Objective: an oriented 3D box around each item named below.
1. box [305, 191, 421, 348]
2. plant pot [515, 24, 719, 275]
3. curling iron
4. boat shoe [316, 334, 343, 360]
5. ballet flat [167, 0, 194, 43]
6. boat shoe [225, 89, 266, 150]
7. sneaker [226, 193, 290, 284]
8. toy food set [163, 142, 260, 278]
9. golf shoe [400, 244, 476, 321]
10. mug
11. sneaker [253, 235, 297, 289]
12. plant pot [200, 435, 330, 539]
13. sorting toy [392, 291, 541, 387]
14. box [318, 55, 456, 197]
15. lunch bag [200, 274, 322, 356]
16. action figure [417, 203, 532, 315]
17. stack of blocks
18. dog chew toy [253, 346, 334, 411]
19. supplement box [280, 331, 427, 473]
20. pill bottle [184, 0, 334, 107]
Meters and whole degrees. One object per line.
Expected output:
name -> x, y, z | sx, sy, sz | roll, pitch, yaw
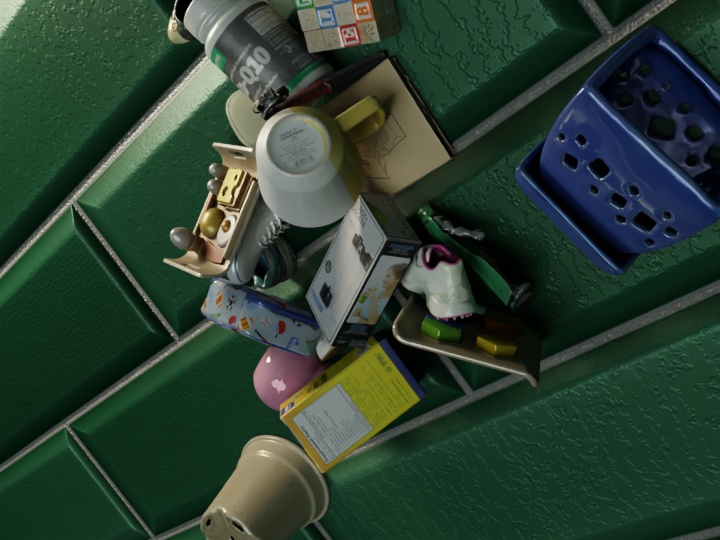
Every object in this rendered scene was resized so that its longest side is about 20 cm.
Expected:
box -> 0.000, 0.000, 1.331 | 0.200, 0.060, 0.117 | -61, 38, 30
plant pot -> 0.309, -0.125, 1.056 | 0.200, 0.200, 0.180 | 45, 138, 3
curling iron -> -0.050, -0.245, 1.224 | 0.026, 0.200, 0.050 | 60, 160, 12
boat shoe -> -0.024, 0.065, 1.457 | 0.069, 0.071, 0.200 | 54, 130, 13
ballet flat -> -0.234, -0.404, 1.328 | 0.067, 0.057, 0.200 | 55, 131, 15
boat shoe -> -0.129, -0.187, 1.378 | 0.200, 0.072, 0.068 | 47, 173, 18
sneaker -> -0.145, -0.073, 1.399 | 0.071, 0.073, 0.201 | 14, 84, 25
toy food set -> -0.222, -0.092, 1.379 | 0.143, 0.060, 0.201 | 16, 84, 55
golf shoe -> 0.103, -0.005, 1.288 | 0.200, 0.075, 0.092 | -136, 35, -62
mug -> -0.067, -0.162, 1.233 | 0.149, 0.153, 0.187 | 22, 83, 7
sneaker -> -0.175, -0.062, 1.472 | 0.078, 0.086, 0.200 | -24, 101, 39
plant pot -> -0.187, 0.436, 1.700 | 0.200, 0.183, 0.201 | 15, 123, 25
sorting toy -> 0.152, 0.082, 1.262 | 0.199, 0.185, 0.037 | 19, 107, 7
box -> 0.019, -0.184, 1.319 | 0.200, 0.021, 0.164 | -29, 98, 40
lunch bag -> -0.153, 0.071, 1.472 | 0.200, 0.160, 0.076 | 22, 91, 56
action figure -> 0.151, -0.025, 1.289 | 0.200, 0.055, 0.118 | 43, 173, 22
stack of blocks -> -0.032, -0.394, 1.207 | 0.115, 0.059, 0.201 | 0, 116, 33
dog chew toy -> -0.076, 0.198, 1.541 | 0.200, 0.125, 0.125 | 30, 129, 4
supplement box -> -0.014, 0.200, 1.435 | 0.200, 0.110, 0.109 | -36, 94, -3
pill bottle -> -0.143, -0.306, 1.294 | 0.200, 0.113, 0.113 | 44, 131, 4
